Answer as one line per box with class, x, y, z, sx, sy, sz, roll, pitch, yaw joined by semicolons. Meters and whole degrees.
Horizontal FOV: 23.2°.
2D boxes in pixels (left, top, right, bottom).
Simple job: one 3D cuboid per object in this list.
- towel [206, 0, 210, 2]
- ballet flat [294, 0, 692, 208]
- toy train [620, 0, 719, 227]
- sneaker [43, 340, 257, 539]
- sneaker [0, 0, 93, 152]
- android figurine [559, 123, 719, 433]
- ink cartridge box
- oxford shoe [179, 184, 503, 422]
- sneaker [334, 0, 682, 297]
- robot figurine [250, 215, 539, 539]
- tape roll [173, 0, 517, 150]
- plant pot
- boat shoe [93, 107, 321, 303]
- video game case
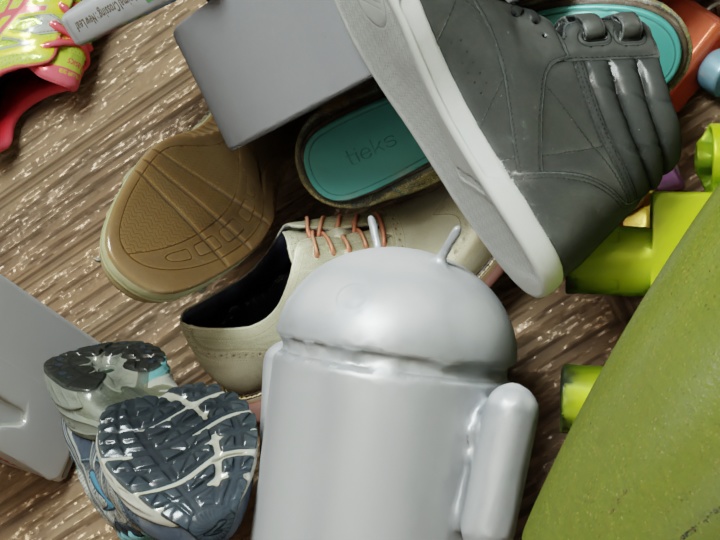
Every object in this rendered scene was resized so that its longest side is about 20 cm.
towel;-0.008;-0.198;0.942;0.144;0.024;0.200;-29;15;16
ballet flat;0.062;-0.086;0.848;0.198;0.071;0.071;-20;60;14
toy train;0.165;-0.053;0.834;0.150;0.056;0.200;-45;55;4
sneaker;-0.097;0.100;0.867;0.077;0.087;0.200;-15;21;-18
sneaker;-0.184;-0.151;1.064;0.200;0.078;0.090;-47;63;9
android figurine;0.185;0.029;0.755;0.197;0.041;0.184;0;91;6
ink cartridge box;-0.258;0.036;0.969;0.198;0.144;0.085;14;74;33
oxford shoe;0.000;0.000;0.879;0.199;0.074;0.071;-35;33;9
sneaker;0.060;-0.099;0.731;0.099;0.071;0.201;-33;95;-13
robot figurine;0.011;0.077;0.805;0.168;0.112;0.203;9;92;42
tape roll;0.010;-0.132;0.854;0.199;0.200;0.067;-25;96;17
plant pot;0.160;0.066;0.662;0.200;0.186;0.188;-46;54;18
boat shoe;-0.081;-0.039;0.911;0.063;0.073;0.200;-42;7;39
video game case;-0.043;-0.185;0.885;0.199;0.022;0.182;-39;15;-23
